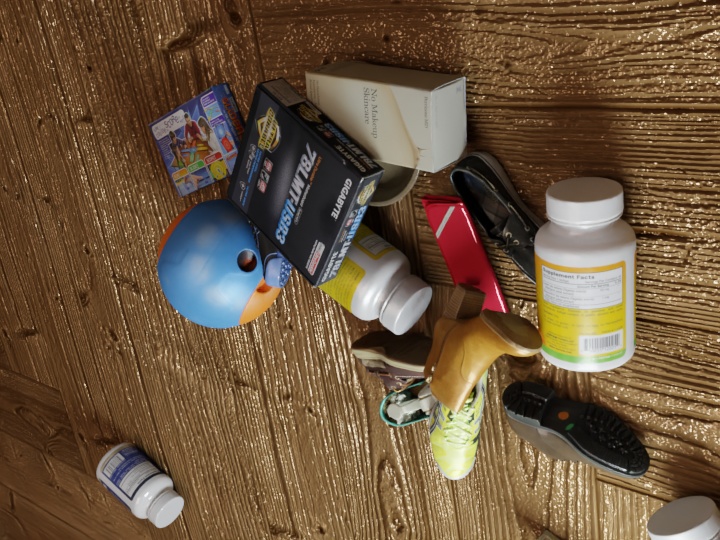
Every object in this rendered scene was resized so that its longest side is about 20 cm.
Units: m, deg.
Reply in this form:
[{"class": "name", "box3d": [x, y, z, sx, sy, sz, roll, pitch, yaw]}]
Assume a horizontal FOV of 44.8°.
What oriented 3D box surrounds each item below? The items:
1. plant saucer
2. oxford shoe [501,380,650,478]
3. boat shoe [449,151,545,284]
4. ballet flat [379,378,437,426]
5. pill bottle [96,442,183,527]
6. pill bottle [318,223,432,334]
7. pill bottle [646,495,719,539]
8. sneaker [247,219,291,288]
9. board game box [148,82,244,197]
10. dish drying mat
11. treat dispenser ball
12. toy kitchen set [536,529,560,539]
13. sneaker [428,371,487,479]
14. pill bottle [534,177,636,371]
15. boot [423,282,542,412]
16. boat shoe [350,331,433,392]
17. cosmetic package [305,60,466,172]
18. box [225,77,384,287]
[{"class": "plant saucer", "box3d": [0.010, -0.186, 1.180, 0.200, 0.029, 0.201, 23, 127, 34]}, {"class": "oxford shoe", "box3d": [0.278, 0.215, 1.128, 0.200, 0.073, 0.085, 27, 145, 34]}, {"class": "boat shoe", "box3d": [0.178, -0.054, 1.070, 0.200, 0.057, 0.069, 54, 138, 6]}, {"class": "ballet flat", "box3d": [0.098, 0.190, 1.275, 0.200, 0.070, 0.068, -30, 90, 48]}, {"class": "pill bottle", "box3d": [-0.497, 0.491, 1.988, 0.200, 0.111, 0.111, 33, 132, 27]}, {"class": "pill bottle", "box3d": [0.000, 0.000, 1.232, 0.200, 0.111, 0.112, 37, 133, 24]}, {"class": "pill bottle", "box3d": [0.422, 0.377, 1.036, 0.112, 0.112, 0.201, -24, 94, 48]}, {"class": "sneaker", "box3d": [-0.136, -0.073, 1.287, 0.077, 0.070, 0.201, 2, 75, 10]}, {"class": "board game box", "box3d": [-0.258, -0.208, 1.420, 0.200, 0.034, 0.136, -13, 102, 47]}, {"class": "dish drying mat", "box3d": [0.138, -0.007, 1.127, 0.077, 0.018, 0.201, 8, 131, 47]}, {"class": "treat dispenser ball", "box3d": [-0.217, -0.011, 1.367, 0.200, 0.201, 0.202, 22, 126, 34]}, {"class": "toy kitchen set", "box3d": [0.279, 0.518, 1.215, 0.200, 0.163, 0.181, 33, 132, 27]}, {"class": "sneaker", "box3d": [0.130, 0.189, 1.187, 0.075, 0.076, 0.201, 5, 98, 8]}, {"class": "pill bottle", "box3d": [0.254, 0.002, 0.988, 0.111, 0.111, 0.201, 13, 121, 39]}, {"class": "boot", "box3d": [0.143, 0.112, 1.068, 0.201, 0.070, 0.145, -135, 59, -64]}, {"class": "boat shoe", "box3d": [0.060, 0.138, 1.273, 0.200, 0.072, 0.072, 2, 117, 56]}, {"class": "cosmetic package", "box3d": [0.030, -0.194, 1.083, 0.199, 0.073, 0.104, 17, 123, 38]}, {"class": "box", "box3d": [-0.081, -0.113, 1.144, 0.199, 0.050, 0.200, 46, 136, 21]}]
